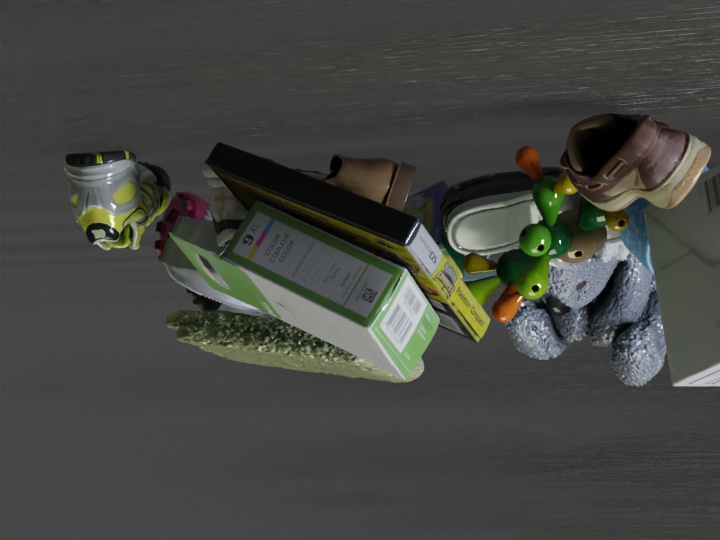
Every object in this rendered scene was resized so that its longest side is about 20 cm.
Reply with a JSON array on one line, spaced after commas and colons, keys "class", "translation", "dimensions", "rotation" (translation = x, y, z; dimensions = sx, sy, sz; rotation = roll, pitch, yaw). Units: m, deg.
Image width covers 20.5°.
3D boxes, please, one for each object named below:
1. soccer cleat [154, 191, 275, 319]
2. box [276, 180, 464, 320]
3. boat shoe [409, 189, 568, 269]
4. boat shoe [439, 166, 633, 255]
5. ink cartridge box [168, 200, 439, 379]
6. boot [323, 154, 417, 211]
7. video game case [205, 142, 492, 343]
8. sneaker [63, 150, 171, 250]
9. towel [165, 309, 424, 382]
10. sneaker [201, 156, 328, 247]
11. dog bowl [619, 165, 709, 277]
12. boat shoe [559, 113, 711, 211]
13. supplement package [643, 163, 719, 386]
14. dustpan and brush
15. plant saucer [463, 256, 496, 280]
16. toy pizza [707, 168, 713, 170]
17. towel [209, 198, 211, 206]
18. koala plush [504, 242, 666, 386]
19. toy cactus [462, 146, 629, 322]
[{"class": "soccer cleat", "translation": [-0.133, -0.004, 1.857], "dimensions": [0.086, 0.070, 0.200], "rotation": [24, -162, -30]}, {"class": "box", "translation": [0.000, 0.000, 1.835], "dimensions": [0.199, 0.048, 0.118], "rotation": [-27, -153, 19]}, {"class": "boat shoe", "translation": [0.114, -0.038, 1.901], "dimensions": [0.199, 0.069, 0.072], "rotation": [8, 180, 22]}, {"class": "boat shoe", "translation": [0.169, -0.062, 1.757], "dimensions": [0.198, 0.076, 0.060], "rotation": [-3, -144, -7]}, {"class": "ink cartridge box", "translation": [-0.044, 0.006, 1.576], "dimensions": [0.199, 0.060, 0.104], "rotation": [24, 165, 27]}, {"class": "boot", "translation": [0.003, -0.067, 1.715], "dimensions": [0.075, 0.074, 0.200], "rotation": [18, 172, 0]}, {"class": "video game case", "translation": [-0.007, -0.022, 1.582], "dimensions": [0.199, 0.026, 0.181], "rotation": [23, 165, 31]}, {"class": "sneaker", "translation": [-0.208, -0.054, 1.675], "dimensions": [0.075, 0.077, 0.200], "rotation": [-3, 177, 9]}, {"class": "towel", "translation": [-0.056, 0.064, 1.730], "dimensions": [0.199, 0.037, 0.148], "rotation": [6, 173, 23]}, {"class": "sneaker", "translation": [-0.081, -0.051, 1.730], "dimensions": [0.073, 0.081, 0.200], "rotation": [-4, 176, 25]}, {"class": "dog bowl", "translation": [0.328, -0.036, 1.742], "dimensions": [0.198, 0.112, 0.050], "rotation": [0, -142, -14]}, {"class": "boat shoe", "translation": [0.183, -0.088, 1.440], "dimensions": [0.072, 0.072, 0.200], "rotation": [31, 180, -13]}, {"class": "supplement package", "translation": [0.334, -0.008, 1.572], "dimensions": [0.110, 0.157, 0.200], "rotation": [2, 161, -27]}, {"class": "dustpan and brush", "translation": [-0.072, 0.013, 1.731], "dimensions": [0.198, 0.058, 0.140], "rotation": [10, -161, 0]}, {"class": "plant saucer", "translation": [0.042, -0.016, 1.999], "dimensions": [0.198, 0.036, 0.200], "rotation": [2, -175, 0]}, {"class": "toy pizza", "translation": [0.269, -0.069, 1.855], "dimensions": [0.199, 0.032, 0.200], "rotation": [-1, 176, 0]}, {"class": "towel", "translation": [-0.042, -0.052, 1.964], "dimensions": [0.148, 0.031, 0.200], "rotation": [5, 179, 24]}, {"class": "koala plush", "translation": [0.223, -0.011, 2.009], "dimensions": [0.176, 0.185, 0.200], "rotation": [13, 164, 33]}, {"class": "toy cactus", "translation": [0.158, -0.031, 1.663], "dimensions": [0.200, 0.102, 0.165], "rotation": [-49, 163, 19]}]
